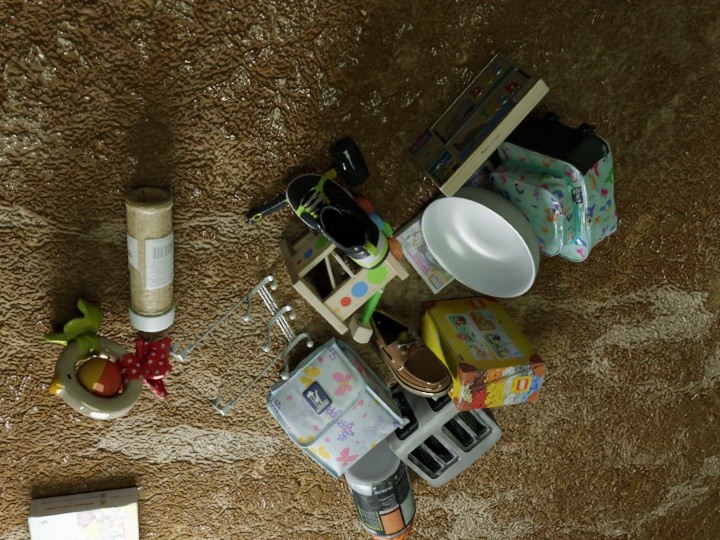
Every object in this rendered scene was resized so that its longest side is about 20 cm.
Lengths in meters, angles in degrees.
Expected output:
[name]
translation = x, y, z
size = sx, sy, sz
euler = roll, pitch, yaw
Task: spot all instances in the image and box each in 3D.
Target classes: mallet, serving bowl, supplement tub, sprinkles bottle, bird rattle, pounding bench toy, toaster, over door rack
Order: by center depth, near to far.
[sprinkles bottle]
translation = -0.301, -0.014, 0.995
size = 0.066, 0.069, 0.205
euler = -1, 120, -17
[mallet]
translation = -0.085, -0.130, 1.021
size = 0.195, 0.042, 0.067
euler = -22, 124, 0
[bird rattle]
translation = -0.376, 0.150, 1.023
size = 0.112, 0.165, 0.199
euler = -35, 118, 28
[serving bowl]
translation = 0.193, -0.053, 1.066
size = 0.066, 0.197, 0.203
euler = -49, 130, -28
[pounding bench toy]
translation = 0.000, 0.000, 1.071
size = 0.155, 0.125, 0.200
euler = -38, 125, 7
[over door rack]
translation = -0.180, 0.127, 1.100
size = 0.198, 0.066, 0.150
euler = -37, 126, -12
[toaster]
translation = 0.148, 0.285, 1.299
size = 0.180, 0.120, 0.200
euler = -39, 124, 8
[supplement tub]
translation = 0.042, 0.430, 1.348
size = 0.119, 0.123, 0.204
euler = -18, 125, -7

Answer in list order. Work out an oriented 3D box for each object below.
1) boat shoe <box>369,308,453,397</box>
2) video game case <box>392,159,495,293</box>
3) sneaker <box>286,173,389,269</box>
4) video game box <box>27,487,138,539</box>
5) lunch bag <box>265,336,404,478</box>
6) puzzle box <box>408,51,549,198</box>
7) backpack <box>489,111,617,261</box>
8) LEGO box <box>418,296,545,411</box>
[boat shoe]
translation = 0.071, 0.132, 1.132
size = 0.071, 0.198, 0.069
euler = -34, 131, -23
[video game case]
translation = 0.165, -0.069, 1.151
size = 0.198, 0.018, 0.144
euler = -39, 124, 6
[sneaker]
translation = -0.036, -0.080, 0.934
size = 0.072, 0.199, 0.083
euler = -52, 151, 0
[video game box]
translation = -0.492, 0.487, 1.248
size = 0.176, 0.047, 0.205
euler = 0, 120, -16
[lunch bag]
translation = -0.048, 0.233, 1.199
size = 0.168, 0.128, 0.201
euler = -38, 118, 5
[puzzle box]
translation = 0.164, -0.213, 0.994
size = 0.025, 0.134, 0.200
euler = 34, 104, -33
[backpack]
translation = 0.302, -0.111, 1.067
size = 0.150, 0.176, 0.202
euler = -42, 130, -14
[LEGO box]
translation = 0.199, 0.134, 1.174
size = 0.144, 0.201, 0.079
euler = -4, 122, -15
